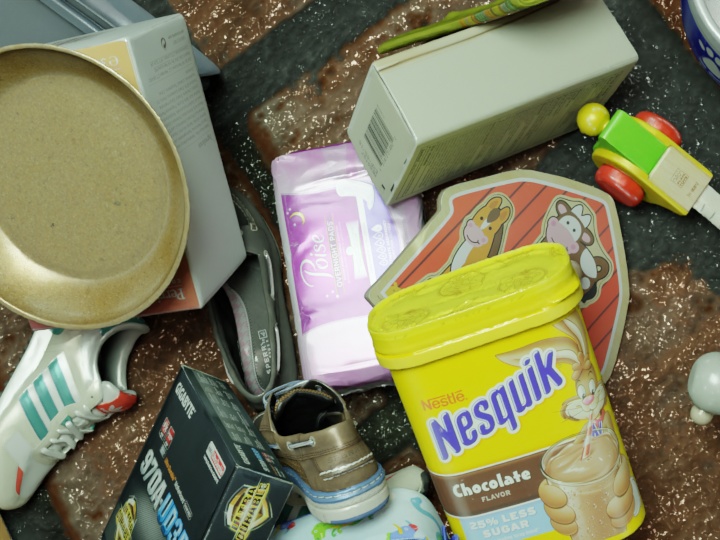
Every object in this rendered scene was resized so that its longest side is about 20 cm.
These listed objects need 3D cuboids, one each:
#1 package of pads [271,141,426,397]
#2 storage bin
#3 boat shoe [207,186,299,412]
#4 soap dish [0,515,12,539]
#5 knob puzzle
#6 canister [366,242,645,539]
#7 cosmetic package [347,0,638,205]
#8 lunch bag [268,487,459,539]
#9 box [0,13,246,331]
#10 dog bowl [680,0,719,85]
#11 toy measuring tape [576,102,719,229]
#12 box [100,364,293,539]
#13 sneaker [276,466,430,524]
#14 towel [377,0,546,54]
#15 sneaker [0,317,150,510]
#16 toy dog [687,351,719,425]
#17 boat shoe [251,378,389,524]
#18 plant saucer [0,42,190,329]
[{"bbox_3d":[0.000,0.000,0.864,0.119,0.076,0.203,-11,79,5],"label":"package of pads"},{"bbox_3d":[-0.241,-0.171,0.917,0.199,0.146,0.135,37,105,0],"label":"storage bin"},{"bbox_3d":[-0.096,0.017,0.891,0.066,0.057,0.203,-19,77,8],"label":"boat shoe"},{"bbox_3d":[-0.383,0.226,0.900,0.156,0.081,0.201,-33,74,4],"label":"soap dish"},{"bbox_3d":[0.130,0.012,0.817,0.216,0.030,0.223,1,87,-17],"label":"knob puzzle"},{"bbox_3d":[0.106,0.101,0.757,0.147,0.087,0.202,-19,106,9],"label":"canister"},{"bbox_3d":[0.098,-0.132,0.816,0.198,0.104,0.074,-23,74,-22],"label":"cosmetic package"},{"bbox_3d":[0.009,0.257,0.761,0.159,0.083,0.202,-18,119,4],"label":"lunch bag"},{"bbox_3d":[-0.192,-0.073,0.816,0.150,0.106,0.203,-8,108,16],"label":"box"},{"bbox_3d":[0.351,-0.226,0.832,0.197,0.079,0.203,-2,79,12],"label":"dog bowl"},{"bbox_3d":[0.246,-0.064,0.844,0.199,0.074,0.074,37,88,-7],"label":"toy measuring tape"},{"bbox_3d":[-0.126,0.178,0.782,0.046,0.200,0.161,24,96,-24],"label":"box"},{"bbox_3d":[-0.045,0.187,0.834,0.198,0.070,0.094,-31,79,8],"label":"sneaker"},{"bbox_3d":[0.093,-0.199,0.819,0.085,0.199,0.018,-23,101,-26],"label":"towel"},{"bbox_3d":[-0.243,0.113,0.896,0.092,0.070,0.202,20,82,20],"label":"sneaker"},{"bbox_3d":[0.319,0.138,0.766,0.199,0.131,0.097,38,121,23],"label":"toy dog"},{"bbox_3d":[-0.036,0.117,0.781,0.071,0.199,0.073,-18,101,-24],"label":"boat shoe"},{"bbox_3d":[-0.205,-0.058,0.746,0.197,0.035,0.203,5,112,13],"label":"plant saucer"}]
